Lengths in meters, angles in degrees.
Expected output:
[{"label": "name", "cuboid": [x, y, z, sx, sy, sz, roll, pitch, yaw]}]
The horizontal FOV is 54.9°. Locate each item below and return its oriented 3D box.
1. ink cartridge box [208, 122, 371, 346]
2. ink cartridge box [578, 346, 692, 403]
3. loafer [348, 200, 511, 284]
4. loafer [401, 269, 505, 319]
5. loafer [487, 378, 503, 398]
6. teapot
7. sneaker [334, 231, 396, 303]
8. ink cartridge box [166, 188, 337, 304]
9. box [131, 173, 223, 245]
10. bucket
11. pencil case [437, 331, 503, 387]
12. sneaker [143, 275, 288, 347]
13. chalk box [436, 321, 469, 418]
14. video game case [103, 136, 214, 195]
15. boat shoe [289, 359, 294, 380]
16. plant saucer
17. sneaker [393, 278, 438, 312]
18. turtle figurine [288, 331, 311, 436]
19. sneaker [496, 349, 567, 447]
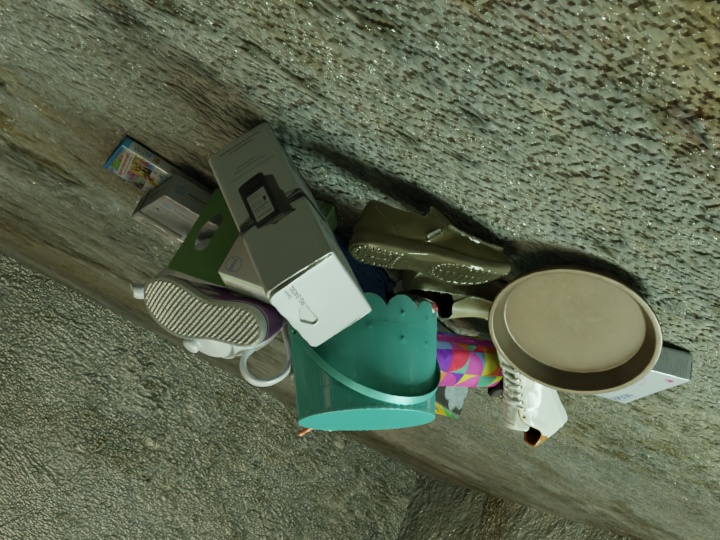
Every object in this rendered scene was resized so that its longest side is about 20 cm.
[{"label": "ink cartridge box", "cuboid": [-0.076, -0.038, 0.772, 0.202, 0.082, 0.146, 61, -177, 31]}, {"label": "ink cartridge box", "cuboid": [0.312, 0.127, 0.950, 0.195, 0.044, 0.197, 14, 162, 2]}, {"label": "loafer", "cuboid": [0.084, -0.033, 0.778, 0.196, 0.069, 0.076, 12, 163, -22]}, {"label": "loafer", "cuboid": [0.135, 0.037, 0.913, 0.197, 0.069, 0.076, 26, 162, -6]}, {"label": "loafer", "cuboid": [0.265, 0.172, 1.142, 0.069, 0.075, 0.200, 11, 166, 0]}, {"label": "teapot", "cuboid": [-0.208, 0.063, 1.036, 0.197, 0.147, 0.199, 5, 138, 38]}, {"label": "sneaker", "cuboid": [0.000, 0.000, 0.971, 0.077, 0.066, 0.201, -26, 111, 29]}, {"label": "ink cartridge box", "cuboid": [-0.146, -0.044, 0.908, 0.196, 0.147, 0.048, 18, 152, 17]}, {"label": "box", "cuboid": [-0.257, -0.074, 1.076, 0.154, 0.042, 0.199, 32, 161, -25]}, {"label": "bucket", "cuboid": [0.006, 0.123, 0.880, 0.202, 0.138, 0.208, -2, 160, -1]}, {"label": "pencil case", "cuboid": [0.135, 0.130, 1.046, 0.197, 0.091, 0.088, 5, 174, -35]}, {"label": "sneaker", "cuboid": [-0.187, 0.049, 0.931, 0.197, 0.074, 0.114, 17, -162, 20]}, {"label": "chalk box", "cuboid": [0.090, 0.151, 1.195, 0.123, 0.127, 0.199, 1, 150, 49]}, {"label": "video game case", "cuboid": [-0.289, -0.126, 1.066, 0.198, 0.018, 0.142, 32, 160, -25]}, {"label": "boat shoe", "cuboid": [-0.069, 0.065, 1.025, 0.062, 0.204, 0.071, 2, 153, 8]}, {"label": "plant saucer", "cuboid": [0.249, 0.068, 0.813, 0.196, 0.030, 0.203, 15, 135, 15]}, {"label": "sneaker", "cuboid": [0.063, 0.067, 1.061, 0.077, 0.084, 0.199, 31, 159, -22]}, {"label": "turtle figurine", "cuboid": [-0.047, 0.148, 1.062, 0.163, 0.198, 0.064, 56, -175, 13]}, {"label": "sneaker", "cuboid": [0.233, 0.178, 0.995, 0.202, 0.084, 0.072, 57, 163, -26]}]
